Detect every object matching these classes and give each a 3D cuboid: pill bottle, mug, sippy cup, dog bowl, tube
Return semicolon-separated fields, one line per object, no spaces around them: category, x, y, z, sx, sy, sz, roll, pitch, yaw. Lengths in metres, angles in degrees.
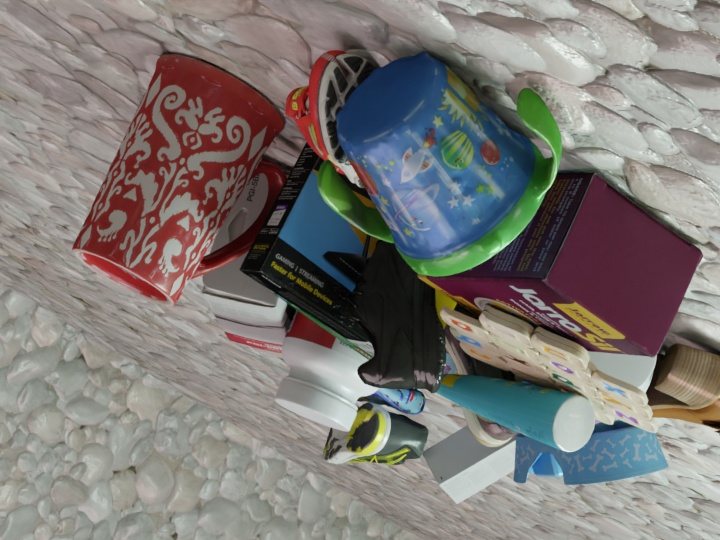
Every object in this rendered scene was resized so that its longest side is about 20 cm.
pill bottle;0.220;0.092;1.703;0.112;0.113;0.200;27;167;-2
mug;-0.155;-0.069;1.626;0.177;0.201;0.133;30;166;-11
sippy cup;0.053;-0.088;1.327;0.130;0.178;0.140;49;-174;-32
pill bottle;-0.014;0.058;1.819;0.112;0.201;0.112;21;169;4
dog bowl;0.232;0.186;1.815;0.111;0.050;0.200;-9;178;-26
tube;0.130;0.120;1.619;0.077;0.051;0.200;21;176;-37

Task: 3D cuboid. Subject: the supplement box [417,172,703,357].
supplement box;0.163;-0.004;1.464;0.131;0.104;0.200;34;165;-24

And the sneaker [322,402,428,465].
sneaker;0.016;0.196;2.013;0.084;0.075;0.200;19;172;-14

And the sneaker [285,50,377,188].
sneaker;-0.027;-0.127;1.441;0.085;0.077;0.200;30;167;15

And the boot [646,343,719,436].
boot;0.349;0.130;1.715;0.155;0.077;0.200;24;160;-3

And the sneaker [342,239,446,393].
sneaker;0.028;0.011;1.573;0.090;0.201;0.076;-3;168;3

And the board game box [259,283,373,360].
board game box;0.000;0.000;1.733;0.200;0.135;0.029;37;163;-35

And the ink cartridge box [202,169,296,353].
ink cartridge box;-0.096;-0.009;1.844;0.082;0.148;0.200;13;166;8

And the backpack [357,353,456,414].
backpack;0.040;0.077;1.958;0.199;0.135;0.182;11;160;43

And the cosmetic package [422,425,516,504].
cosmetic package;0.173;0.183;1.981;0.051;0.199;0.083;61;-176;26

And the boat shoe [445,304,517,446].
boat shoe;0.121;0.072;1.740;0.072;0.201;0.065;-6;166;-35

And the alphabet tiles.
alphabet tiles;0.167;0.085;1.537;0.195;0.015;0.200;22;167;23

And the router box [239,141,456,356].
router box;0.005;-0.015;1.633;0.200;0.150;0.051;33;166;-27
